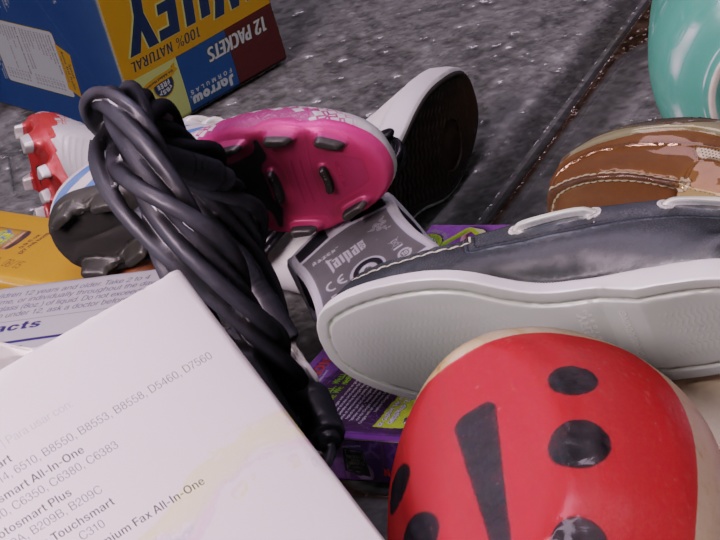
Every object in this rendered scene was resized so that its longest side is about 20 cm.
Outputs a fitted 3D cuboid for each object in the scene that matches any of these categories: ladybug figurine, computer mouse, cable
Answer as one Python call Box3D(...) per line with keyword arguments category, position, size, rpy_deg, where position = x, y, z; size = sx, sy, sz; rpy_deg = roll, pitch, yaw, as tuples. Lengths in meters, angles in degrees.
Box3D(category="ladybug figurine", position=(0.064, 0.088, 0.755), size=(0.135, 0.072, 0.200), rpy_deg=(-34, 32, 12))
Box3D(category="computer mouse", position=(0.000, 0.000, 1.034), size=(0.109, 0.044, 0.200), rpy_deg=(-32, 35, 0))
Box3D(category="cable", position=(-0.063, -0.011, 0.929), size=(0.051, 0.201, 0.164), rpy_deg=(-24, 32, 10))

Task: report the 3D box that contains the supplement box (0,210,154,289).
Box3D(category="supplement box", position=(-0.179, 0.014, 1.159), size=(0.199, 0.069, 0.066), rpy_deg=(11, 37, 40))

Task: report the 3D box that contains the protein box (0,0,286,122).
Box3D(category="protein box", position=(-0.185, -0.219, 1.455), size=(0.135, 0.200, 0.199), rpy_deg=(-34, 32, -30))

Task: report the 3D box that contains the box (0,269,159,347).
Box3D(category="box", position=(-0.172, 0.099, 0.947), size=(0.183, 0.106, 0.200), rpy_deg=(-7, 29, 19))

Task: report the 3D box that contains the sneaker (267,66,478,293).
Box3D(category="sneaker", position=(-0.003, -0.058, 1.183), size=(0.084, 0.073, 0.200), rpy_deg=(5, 35, 32))

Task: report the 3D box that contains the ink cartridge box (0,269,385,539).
Box3D(category="ink cartridge box", position=(-0.078, 0.110, 0.741), size=(0.125, 0.129, 0.200), rpy_deg=(-29, 70, -24))

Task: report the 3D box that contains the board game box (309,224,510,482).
Box3D(category="board game box", position=(0.044, 0.037, 1.028), size=(0.119, 0.032, 0.200), rpy_deg=(5, 34, 31))

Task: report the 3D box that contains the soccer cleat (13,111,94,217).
Box3D(category="soccer cleat", position=(-0.149, -0.052, 1.273), size=(0.085, 0.069, 0.200), rpy_deg=(-18, 29, -23))

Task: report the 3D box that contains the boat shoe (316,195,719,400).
Box3D(category="boat shoe", position=(0.081, 0.010, 0.858), size=(0.198, 0.076, 0.061), rpy_deg=(-1, 42, 17))

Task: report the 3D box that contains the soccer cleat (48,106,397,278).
Box3D(category="soccer cleat", position=(-0.070, -0.055, 1.057), size=(0.199, 0.070, 0.087), rpy_deg=(-12, 32, 24))

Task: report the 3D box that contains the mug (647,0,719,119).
Box3D(category="mug", position=(0.240, -0.117, 1.070), size=(0.184, 0.153, 0.115), rpy_deg=(-7, 31, 17))

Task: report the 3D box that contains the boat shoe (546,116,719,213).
Box3D(category="boat shoe", position=(0.186, -0.022, 0.993), size=(0.198, 0.076, 0.074), rpy_deg=(4, 42, 19))

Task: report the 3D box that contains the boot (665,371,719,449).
Box3D(category="boot", position=(0.140, 0.050, 0.890), size=(0.154, 0.073, 0.201), rpy_deg=(-14, 31, 15))
